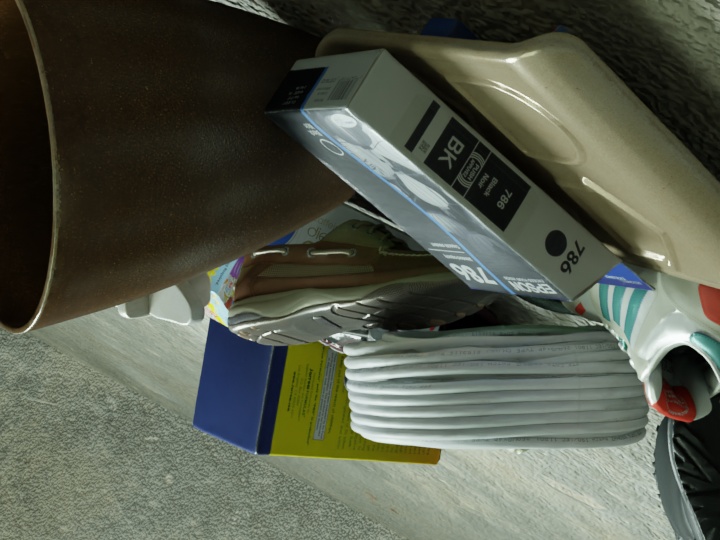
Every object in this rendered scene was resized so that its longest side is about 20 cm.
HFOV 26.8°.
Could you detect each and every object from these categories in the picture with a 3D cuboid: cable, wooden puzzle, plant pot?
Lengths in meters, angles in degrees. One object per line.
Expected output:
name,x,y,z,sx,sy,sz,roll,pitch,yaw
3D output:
cable,0.087,0.073,0.965,0.198,0.070,0.199,-2,180,-30
wooden puzzle,0.093,-0.065,0.741,0.185,0.047,0.199,39,166,-29
plant pot,-0.101,-0.073,0.815,0.198,0.189,0.186,-8,-173,-29

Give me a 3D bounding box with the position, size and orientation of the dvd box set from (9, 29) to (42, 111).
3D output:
dvd box set,-0.266,-0.180,0.845,0.198,0.029,0.148,13,122,2

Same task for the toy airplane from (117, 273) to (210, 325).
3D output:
toy airplane,-0.127,-0.065,1.023,0.200,0.141,0.200,47,140,10

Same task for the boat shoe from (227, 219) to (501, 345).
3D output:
boat shoe,0.000,0.000,1.003,0.198,0.073,0.076,-8,159,21

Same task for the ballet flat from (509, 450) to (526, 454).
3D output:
ballet flat,0.136,0.125,1.302,0.068,0.063,0.200,29,167,9

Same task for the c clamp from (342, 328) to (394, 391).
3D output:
c clamp,0.029,0.074,1.147,0.169,0.027,0.200,13,163,5

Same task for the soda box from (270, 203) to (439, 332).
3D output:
soda box,-0.027,-0.022,1.093,0.199,0.064,0.068,26,-177,20

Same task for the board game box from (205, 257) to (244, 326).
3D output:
board game box,-0.164,-0.051,1.228,0.199,0.106,0.103,27,166,14

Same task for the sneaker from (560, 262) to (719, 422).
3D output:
sneaker,0.159,0.032,0.823,0.070,0.094,0.199,18,170,-21

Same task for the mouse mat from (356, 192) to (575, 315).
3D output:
mouse mat,0.099,-0.011,0.976,0.199,0.008,0.160,32,168,-28

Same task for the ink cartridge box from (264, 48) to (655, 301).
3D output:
ink cartridge box,0.050,-0.035,0.765,0.199,0.039,0.099,37,167,-24

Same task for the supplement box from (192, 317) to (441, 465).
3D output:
supplement box,-0.029,0.100,1.315,0.198,0.111,0.108,9,-178,-37

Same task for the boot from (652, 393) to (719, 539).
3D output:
boot,0.238,0.128,1.028,0.163,0.073,0.200,-95,-9,-76

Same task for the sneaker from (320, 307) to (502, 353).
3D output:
sneaker,0.034,0.029,1.170,0.198,0.076,0.116,17,164,13
